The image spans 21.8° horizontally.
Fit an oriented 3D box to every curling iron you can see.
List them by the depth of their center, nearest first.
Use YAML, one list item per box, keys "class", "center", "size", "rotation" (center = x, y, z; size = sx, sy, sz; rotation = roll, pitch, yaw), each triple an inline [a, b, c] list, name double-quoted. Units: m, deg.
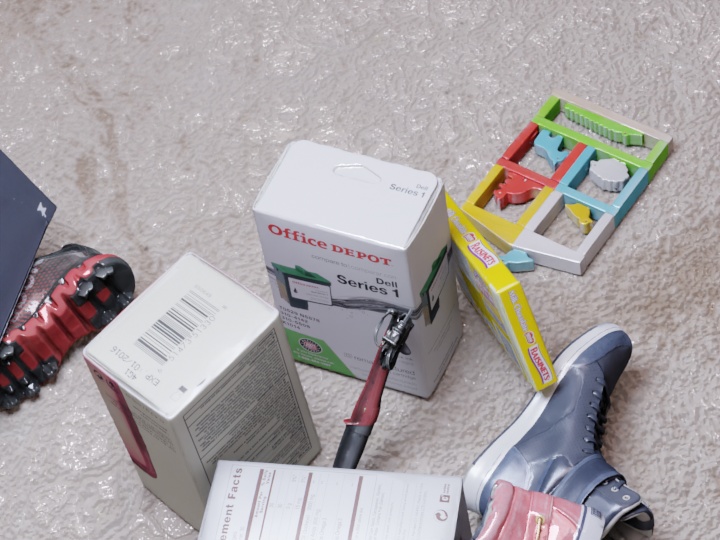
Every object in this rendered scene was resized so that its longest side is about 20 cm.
- class: "curling iron"
  center: [-0.002, 0.121, 1.527]
  size: [0.025, 0.050, 0.201]
  rotation: [25, 103, 14]

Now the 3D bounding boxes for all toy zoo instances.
- class: "toy zoo"
  center: [0.182, -0.074, 1.719]
  size: [0.131, 0.021, 0.200]
  rotation: [26, 61, 27]

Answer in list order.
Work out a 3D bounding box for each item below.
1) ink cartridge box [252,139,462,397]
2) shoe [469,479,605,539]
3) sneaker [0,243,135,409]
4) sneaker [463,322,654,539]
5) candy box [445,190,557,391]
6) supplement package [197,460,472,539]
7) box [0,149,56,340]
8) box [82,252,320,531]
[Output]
- class: "ink cartridge box"
  center: [0.000, 0.000, 1.581]
  size: [0.145, 0.201, 0.085]
  rotation: [15, 54, 21]
- class: "shoe"
  center: [0.109, 0.261, 1.404]
  size: [0.090, 0.071, 0.202]
  rotation: [20, 84, 2]
- class: "sneaker"
  center: [-0.299, 0.048, 1.685]
  size: [0.200, 0.071, 0.098]
  rotation: [-43, 47, -14]
- class: "sneaker"
  center: [0.195, 0.145, 1.507]
  size: [0.146, 0.077, 0.203]
  rotation: [26, 67, 35]
- class: "candy box"
  center: [0.107, 0.013, 1.569]
  size: [0.026, 0.103, 0.200]
  rotation: [-24, 29, -4]
- class: "supplement package"
  center: [-0.019, 0.232, 1.461]
  size: [0.198, 0.117, 0.118]
  rotation: [2, 53, 13]
- class: "box"
  center: [-0.404, 0.000, 1.667]
  size: [0.199, 0.118, 0.198]
  rotation: [-11, 47, 32]
- class: "box"
  center: [-0.125, 0.107, 1.522]
  size: [0.109, 0.201, 0.128]
  rotation: [32, 64, 30]
